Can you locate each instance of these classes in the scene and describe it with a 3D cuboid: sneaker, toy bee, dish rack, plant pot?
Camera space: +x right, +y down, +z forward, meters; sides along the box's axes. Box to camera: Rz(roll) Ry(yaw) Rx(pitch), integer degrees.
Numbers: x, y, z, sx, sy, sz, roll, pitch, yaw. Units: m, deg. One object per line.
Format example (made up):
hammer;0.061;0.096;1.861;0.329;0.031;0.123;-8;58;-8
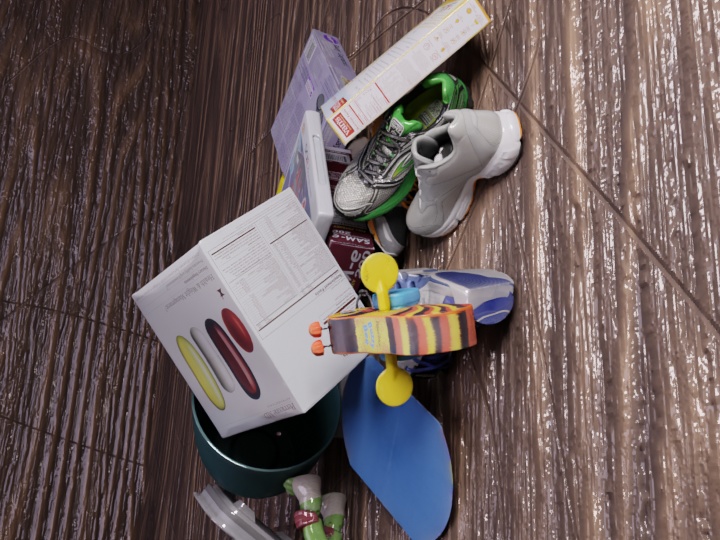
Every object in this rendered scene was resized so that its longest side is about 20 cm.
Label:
sneaker;0.082;0.058;0.782;0.198;0.079;0.118;4;99;61
sneaker;0.035;-0.140;0.841;0.078;0.085;0.201;44;101;21
toy bee;0.012;0.064;0.716;0.200;0.107;0.133;-41;65;55
sneaker;0.051;-0.118;0.916;0.078;0.076;0.205;14;-101;-68
dish rack;-0.142;0.374;1.080;0.044;0.200;0.171;-49;16;-17
plant pot;-0.137;0.216;1.045;0.162;0.196;0.203;110;158;-48
sneaker;0.083;-0.107;0.809;0.200;0.090;0.077;128;144;-51

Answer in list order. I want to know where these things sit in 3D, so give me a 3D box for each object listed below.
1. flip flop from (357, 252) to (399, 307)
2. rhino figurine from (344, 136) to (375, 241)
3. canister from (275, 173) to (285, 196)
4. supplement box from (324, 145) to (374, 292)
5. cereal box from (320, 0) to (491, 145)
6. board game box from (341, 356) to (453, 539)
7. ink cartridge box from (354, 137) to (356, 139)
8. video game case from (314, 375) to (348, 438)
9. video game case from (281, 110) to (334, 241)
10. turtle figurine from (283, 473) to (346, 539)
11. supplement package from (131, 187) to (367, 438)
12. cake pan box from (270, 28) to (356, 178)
flip flop;0.000;0.000;1.015;0.200;0.056;0.083;-136;59;-64
rhino figurine;0.010;-0.109;1.035;0.088;0.059;0.201;-65;28;30
canister;-0.110;-0.061;1.236;0.149;0.085;0.203;-70;0;-65
supplement box;-0.039;-0.058;0.976;0.202;0.060;0.110;-102;27;-45
cereal box;0.043;-0.225;0.849;0.199;0.040;0.144;-39;17;8
board game box;0.049;0.187;0.827;0.200;0.038;0.161;40;130;44
ink cartridge box;-0.067;-0.235;1.266;0.199;0.066;0.119;178;101;-68
video game case;-0.056;0.153;1.140;0.199;0.023;0.186;158;119;-64
video game case;-0.078;-0.065;0.964;0.202;0.022;0.185;114;155;-45
turtle figurine;-0.072;0.370;0.933;0.201;0.141;0.196;-56;29;39
supplement package;-0.120;0.054;0.867;0.190;0.147;0.202;-28;97;48
cake pan box;-0.069;-0.228;1.121;0.186;0.051;0.202;-60;33;30
